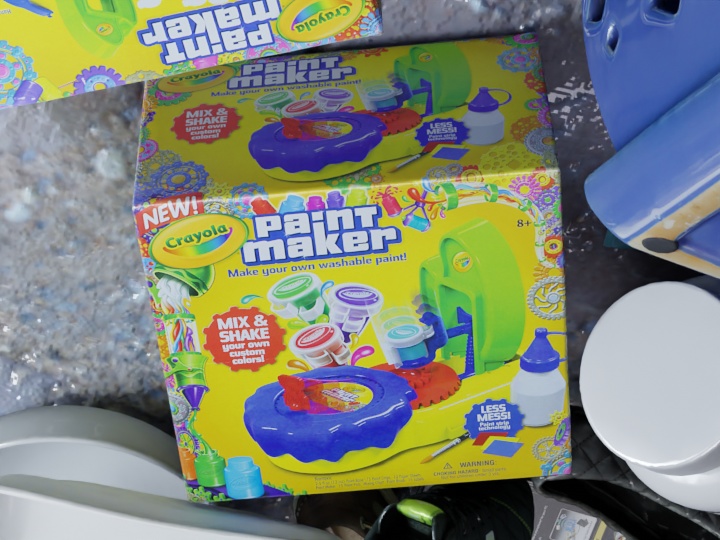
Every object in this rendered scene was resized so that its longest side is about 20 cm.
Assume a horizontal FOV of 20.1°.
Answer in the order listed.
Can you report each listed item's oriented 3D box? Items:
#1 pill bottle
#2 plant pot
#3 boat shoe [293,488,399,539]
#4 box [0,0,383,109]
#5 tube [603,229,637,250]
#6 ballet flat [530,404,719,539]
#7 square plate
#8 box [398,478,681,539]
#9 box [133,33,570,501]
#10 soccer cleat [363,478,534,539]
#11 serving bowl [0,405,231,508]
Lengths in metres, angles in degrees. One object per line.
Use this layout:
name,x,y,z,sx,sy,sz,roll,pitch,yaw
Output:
pill bottle,0.195,0.066,1.039,0.119,0.120,0.199,-33,153,23
plant pot,0.214,-0.091,0.883,0.198,0.181,0.200,17,157,-16
boat shoe,0.027,0.199,1.140,0.074,0.075,0.203,-36,109,13
box,-0.106,-0.193,0.877,0.198,0.123,0.194,-10,128,6
tube,0.233,-0.027,1.067,0.198,0.051,0.078,9,124,-2
ballet flat,0.170,0.148,1.132,0.199,0.057,0.066,34,139,-13
square plate,-0.119,0.166,1.106,0.198,0.029,0.198,12,148,-11
box,0.083,0.204,1.211,0.160,0.049,0.201,15,112,-13
box,0.000,0.000,1.024,0.198,0.122,0.194,-5,127,3
soccer cleat,0.040,0.144,1.057,0.067,0.200,0.082,17,124,23
serving bowl,-0.166,0.149,1.183,0.198,0.066,0.201,0,128,0
